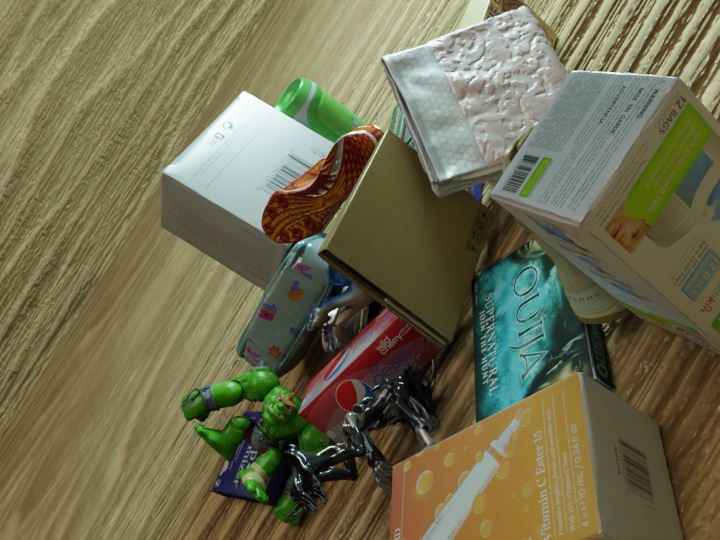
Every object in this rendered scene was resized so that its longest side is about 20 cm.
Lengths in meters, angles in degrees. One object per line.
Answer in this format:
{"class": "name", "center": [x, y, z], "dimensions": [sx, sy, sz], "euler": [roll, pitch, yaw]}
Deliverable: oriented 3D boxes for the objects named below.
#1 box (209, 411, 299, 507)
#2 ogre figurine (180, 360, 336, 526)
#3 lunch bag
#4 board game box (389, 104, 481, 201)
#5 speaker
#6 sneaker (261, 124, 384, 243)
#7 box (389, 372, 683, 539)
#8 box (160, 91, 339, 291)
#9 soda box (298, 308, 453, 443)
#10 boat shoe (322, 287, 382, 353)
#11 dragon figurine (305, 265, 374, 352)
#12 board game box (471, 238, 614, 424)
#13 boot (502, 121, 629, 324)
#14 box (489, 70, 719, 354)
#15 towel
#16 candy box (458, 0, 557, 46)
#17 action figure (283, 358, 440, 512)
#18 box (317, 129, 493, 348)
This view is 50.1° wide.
{"class": "box", "center": [-0.129, 0.249, 1.031], "dimensions": [0.200, 0.032, 0.121], "euler": [-14, 49, 54]}
{"class": "ogre figurine", "center": [-0.116, 0.195, 0.937], "dimensions": [0.120, 0.098, 0.200], "euler": [-45, 55, -11]}
{"class": "lunch bag", "center": [-0.084, 0.047, 1.047], "dimensions": [0.200, 0.077, 0.160], "euler": [-59, -5, 13]}
{"class": "board game box", "center": [0.085, -0.098, 0.919], "dimensions": [0.029, 0.135, 0.200], "euler": [-35, 34, 44]}
{"class": "speaker", "center": [-0.032, -0.203, 1.165], "dimensions": [0.088, 0.200, 0.088], "euler": [-41, 29, 30]}
{"class": "sneaker", "center": [-0.041, -0.098, 0.932], "dimensions": [0.200, 0.073, 0.077], "euler": [-35, 3, 28]}
{"class": "box", "center": [0.122, 0.185, 0.580], "dimensions": [0.200, 0.097, 0.124], "euler": [-38, 32, 36]}
{"class": "box", "center": [-0.144, -0.110, 1.087], "dimensions": [0.199, 0.200, 0.131], "euler": [-55, -7, -35]}
{"class": "soda box", "center": [0.017, 0.105, 0.877], "dimensions": [0.200, 0.063, 0.070], "euler": [-46, 11, 23]}
{"class": "boat shoe", "center": [0.009, 0.029, 0.998], "dimensions": [0.059, 0.072, 0.200], "euler": [6, 43, 18]}
{"class": "dragon figurine", "center": [0.000, 0.000, 0.913], "dimensions": [0.099, 0.059, 0.200], "euler": [-16, 44, 46]}
{"class": "board game box", "center": [0.164, 0.054, 0.732], "dimensions": [0.135, 0.028, 0.200], "euler": [-39, 31, 36]}
{"class": "boot", "center": [0.193, -0.076, 0.658], "dimensions": [0.073, 0.155, 0.200], "euler": [-7, 45, 45]}
{"class": "box", "center": [0.211, -0.037, 0.549], "dimensions": [0.113, 0.200, 0.101], "euler": [-56, 29, 0]}
{"class": "towel", "center": [0.139, -0.194, 0.856], "dimensions": [0.191, 0.032, 0.200], "euler": [-19, 63, -1]}
{"class": "candy box", "center": [0.167, -0.246, 0.959], "dimensions": [0.055, 0.115, 0.200], "euler": [-17, 47, 55]}
{"class": "action figure", "center": [0.022, 0.170, 0.772], "dimensions": [0.200, 0.102, 0.119], "euler": [-28, -23, -31]}
{"class": "box", "center": [0.056, -0.040, 0.820], "dimensions": [0.021, 0.163, 0.200], "euler": [-38, 20, 48]}
